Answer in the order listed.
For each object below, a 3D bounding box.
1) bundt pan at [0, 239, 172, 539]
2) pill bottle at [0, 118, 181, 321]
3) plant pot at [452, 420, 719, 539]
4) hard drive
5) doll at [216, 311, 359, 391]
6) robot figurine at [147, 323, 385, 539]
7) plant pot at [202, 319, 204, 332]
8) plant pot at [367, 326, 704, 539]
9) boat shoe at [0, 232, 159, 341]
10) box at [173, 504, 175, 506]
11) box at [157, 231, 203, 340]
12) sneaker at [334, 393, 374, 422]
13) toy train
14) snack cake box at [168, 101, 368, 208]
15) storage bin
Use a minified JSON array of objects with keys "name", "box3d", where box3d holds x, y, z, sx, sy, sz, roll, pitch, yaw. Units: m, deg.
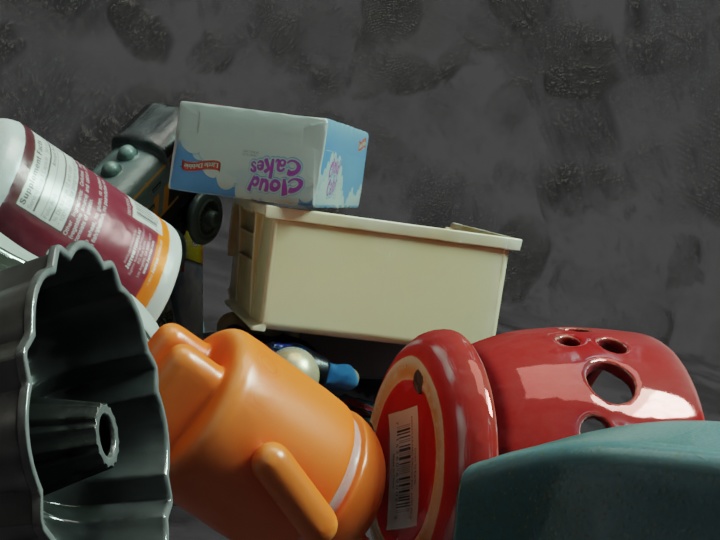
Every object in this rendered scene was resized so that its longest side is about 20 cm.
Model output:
[{"name":"bundt pan","box3d":[-0.165,0.089,0.717,0.075,0.205,0.202,-8,2,9]},{"name":"pill bottle","box3d":[-0.230,-0.030,0.951,0.199,0.115,0.114,35,-6,-32]},{"name":"plant pot","box3d":[0.154,0.176,0.745,0.197,0.200,0.195,7,2,25]},{"name":"hard drive","box3d":[-0.039,0.099,1.230,0.197,0.043,0.135,1,-30,-1]},{"name":"doll","box3d":[-0.068,0.069,1.042,0.134,0.049,0.200,6,5,-14]},{"name":"robot figurine","box3d":[-0.064,0.118,0.891,0.199,0.118,0.143,37,-36,-26]},{"name":"plant pot","box3d":[-0.227,0.037,1.277,0.197,0.137,0.200,15,6,-2]},{"name":"plant pot","box3d":[0.110,0.135,0.936,0.180,0.204,0.200,7,8,-22]},{"name":"boat shoe","box3d":[-0.212,0.030,0.885,0.199,0.071,0.064,31,28,-28]},{"name":"box","box3d":[-0.169,0.115,0.960,0.094,0.079,0.199,19,6,29]},{"name":"box","box3d":[-0.202,0.027,1.174,0.135,0.203,0.038,10,-29,-25]},{"name":"sneaker","box3d":[-0.028,0.137,1.141,0.198,0.080,0.095,11,9,-36]},{"name":"toy train","box3d":[-0.185,-0.044,1.116,0.084,0.115,0.201,13,46,29]},{"name":"snack cake box","box3d":[-0.066,-0.089,1.096,0.113,0.068,0.200,10,4,9]},{"name":"storage bin","box3d":[0.000,0.000,1.119,0.197,0.095,0.198,6,5,-13]}]
